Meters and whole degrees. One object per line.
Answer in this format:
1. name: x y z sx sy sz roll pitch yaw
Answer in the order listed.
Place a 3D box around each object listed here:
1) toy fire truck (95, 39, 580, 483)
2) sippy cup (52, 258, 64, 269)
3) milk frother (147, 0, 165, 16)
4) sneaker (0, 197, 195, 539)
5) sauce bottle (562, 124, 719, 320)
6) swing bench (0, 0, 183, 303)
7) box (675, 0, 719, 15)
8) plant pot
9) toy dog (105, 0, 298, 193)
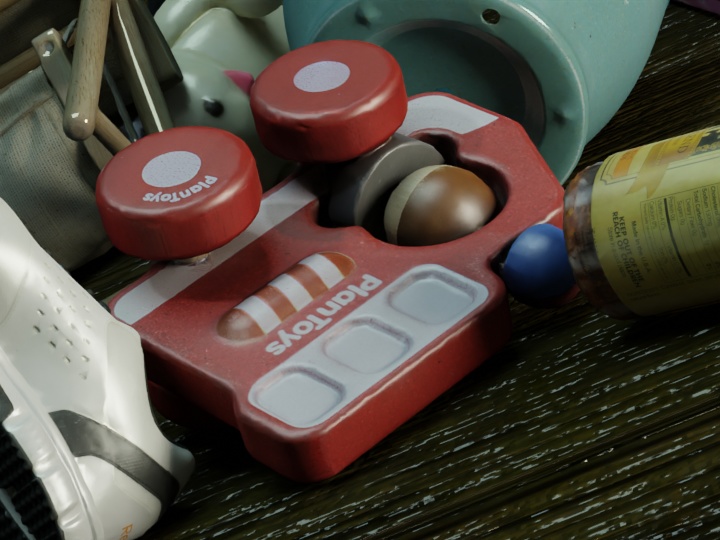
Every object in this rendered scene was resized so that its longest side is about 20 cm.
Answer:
1. toy fire truck: 0.000 0.000 1.097 0.200 0.112 0.168 -33 41 -28
2. sippy cup: -0.179 0.052 1.139 0.130 0.178 0.140 -20 -18 -28
3. milk frother: -0.046 -0.210 1.696 0.180 0.201 0.188 -24 14 -12
4. sneaker: -0.135 0.021 1.048 0.080 0.201 0.074 -24 -3 -36
5. sauce bottle: 0.169 -0.030 0.969 0.199 0.066 0.066 -14 18 33
6. swing bench: -0.191 -0.054 1.309 0.198 0.130 0.200 -29 43 13
7. box: 0.185 -0.241 1.461 0.096 0.176 0.200 -25 15 -4
8. plant pot: 0.049 -0.124 1.275 0.199 0.200 0.188 -18 31 24
9. toy dog: -0.077 -0.088 1.444 0.194 0.140 0.200 -32 9 29
